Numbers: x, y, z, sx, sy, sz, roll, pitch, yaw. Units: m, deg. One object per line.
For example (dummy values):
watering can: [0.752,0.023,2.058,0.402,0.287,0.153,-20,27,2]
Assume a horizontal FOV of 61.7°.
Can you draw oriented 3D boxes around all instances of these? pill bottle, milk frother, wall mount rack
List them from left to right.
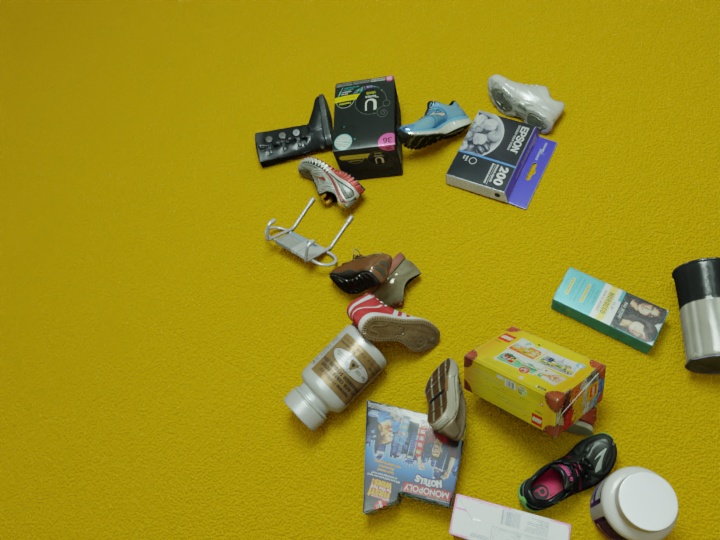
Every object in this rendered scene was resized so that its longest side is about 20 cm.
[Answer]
wall mount rack: [-0.118,-0.092,1.392,0.199,0.075,0.173,28,35,22]
pill bottle: [-0.052,0.216,1.200,0.200,0.115,0.114,-45,64,-10]
pill bottle: [0.437,0.377,0.963,0.110,0.200,0.112,-5,64,10]
milk frother: [0.671,0.066,1.063,0.179,0.200,0.190,1,65,9]

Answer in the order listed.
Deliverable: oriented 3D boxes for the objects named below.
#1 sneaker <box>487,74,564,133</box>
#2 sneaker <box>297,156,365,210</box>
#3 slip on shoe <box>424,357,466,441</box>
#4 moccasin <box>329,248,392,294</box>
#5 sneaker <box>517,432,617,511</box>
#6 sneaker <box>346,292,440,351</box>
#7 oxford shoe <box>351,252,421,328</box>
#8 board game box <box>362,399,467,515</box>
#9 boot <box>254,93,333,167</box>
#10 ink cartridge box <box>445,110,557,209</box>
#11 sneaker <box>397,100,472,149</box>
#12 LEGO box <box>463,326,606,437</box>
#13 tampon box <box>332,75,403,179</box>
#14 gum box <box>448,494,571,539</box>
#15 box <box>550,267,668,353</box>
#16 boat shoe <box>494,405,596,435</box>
sneaker: [0.394,-0.410,1.433,0.200,0.078,0.099,41,72,17]
sneaker: [-0.085,-0.207,1.428,0.199,0.078,0.082,32,87,36]
slip on shoe: [0.167,0.240,1.131,0.061,0.200,0.076,41,109,-10]
moccasin: [-0.001,-0.001,1.269,0.074,0.201,0.078,44,63,-11]
sneaker: [0.369,0.357,1.053,0.199,0.084,0.077,-35,68,-4]
sneaker: [0.064,0.103,1.222,0.112,0.199,0.072,40,109,54]
oxford shoe: [0.053,0.059,1.280,0.075,0.070,0.201,35,84,7]
board game box: [0.084,0.367,1.127,0.198,0.062,0.201,10,68,17]
boot: [-0.172,-0.358,1.538,0.198,0.066,0.166,-15,61,11]
ink cartridge box: [0.325,-0.258,1.385,0.199,0.043,0.199,22,71,20]
sneaker: [0.163,-0.347,1.411,0.199,0.078,0.091,-22,84,-29]
LEGO box: [0.307,0.190,1.079,0.148,0.078,0.199,-22,29,-34]
tampon box: [0.020,-0.338,1.444,0.148,0.126,0.202,-5,64,11]
gum box: [0.256,0.443,1.021,0.198,0.114,0.067,10,67,17]
box: [0.485,0.076,1.183,0.199,0.049,0.083,27,73,23]
boat shoe: [0.337,0.246,1.123,0.198,0.071,0.063,14,62,17]
